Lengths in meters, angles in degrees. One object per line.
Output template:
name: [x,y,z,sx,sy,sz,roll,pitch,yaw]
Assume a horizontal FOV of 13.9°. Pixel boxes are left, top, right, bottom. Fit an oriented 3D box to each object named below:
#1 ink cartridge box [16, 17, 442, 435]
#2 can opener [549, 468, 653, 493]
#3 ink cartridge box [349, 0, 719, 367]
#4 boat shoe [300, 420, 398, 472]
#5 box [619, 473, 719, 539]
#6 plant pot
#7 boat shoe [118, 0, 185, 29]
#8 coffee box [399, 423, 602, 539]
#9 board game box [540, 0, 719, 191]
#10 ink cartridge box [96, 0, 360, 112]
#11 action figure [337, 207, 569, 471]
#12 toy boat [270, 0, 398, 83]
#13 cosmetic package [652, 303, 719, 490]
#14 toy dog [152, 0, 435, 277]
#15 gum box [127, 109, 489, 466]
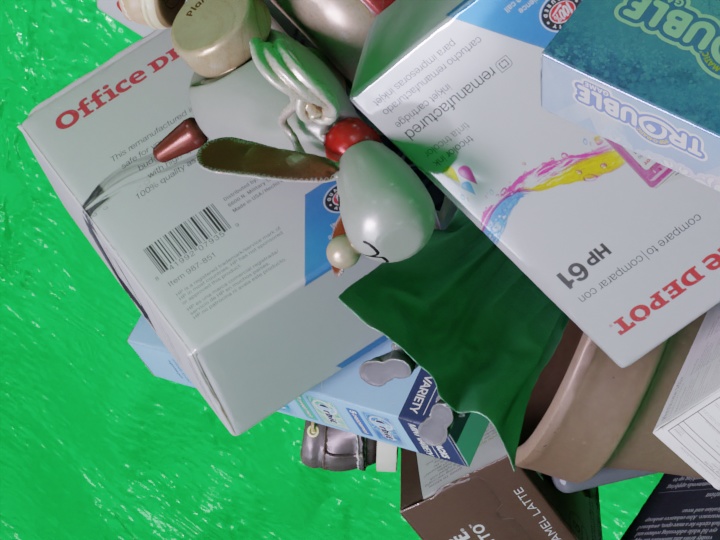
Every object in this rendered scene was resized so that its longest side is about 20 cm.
ink cartridge box: [-0.064,-0.035,1.545,0.200,0.145,0.084,51,170,38]
can opener: [0.204,0.092,1.687,0.200,0.067,0.053,-9,134,4]
ink cartridge box: [0.117,-0.073,1.405,0.144,0.085,0.200,-37,110,27]
boat shoe: [-0.010,0.030,1.803,0.060,0.201,0.072,-2,146,0]
box: [0.235,0.193,1.753,0.148,0.200,0.104,47,152,-20]
plant pot: [0.191,0.040,1.604,0.174,0.200,0.200,20,155,-6]
boat shoe: [-0.133,-0.217,1.557,0.065,0.200,0.072,-12,165,9]
coffee box: [0.085,0.103,1.793,0.080,0.200,0.114,-29,119,19]
board game box: [0.213,-0.110,1.284,0.200,0.199,0.043,26,152,20]
ink cartridge box: [-0.044,-0.159,1.655,0.200,0.083,0.147,33,154,6]
action figure: [0.071,0.003,1.470,0.118,0.200,0.055,48,136,-8]
toy boat: [-0.009,-0.195,1.510,0.200,0.131,0.131,46,180,9]
cosmetic package: [0.216,0.014,1.466,0.051,0.200,0.083,42,136,-12]
toy dog: [-0.044,-0.057,1.427,0.132,0.096,0.200,43,-173,-21]
gum box: [0.000,0.000,1.585,0.200,0.170,0.045,14,155,28]
